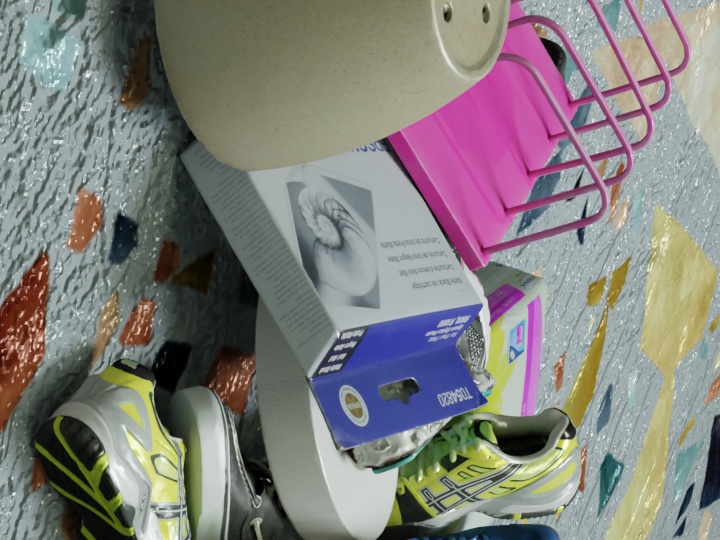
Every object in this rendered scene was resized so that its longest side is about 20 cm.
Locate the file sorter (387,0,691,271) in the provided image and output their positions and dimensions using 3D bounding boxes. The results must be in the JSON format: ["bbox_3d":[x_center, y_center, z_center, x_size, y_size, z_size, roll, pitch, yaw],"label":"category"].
[{"bbox_3d":[0.121,-0.125,1.389,0.140,0.125,0.200,57,40,-21],"label":"file sorter"}]

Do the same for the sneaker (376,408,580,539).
[{"bbox_3d":[0.060,0.135,1.480,0.198,0.076,0.077,-10,133,-14],"label":"sneaker"}]

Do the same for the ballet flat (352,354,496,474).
[{"bbox_3d":[0.038,0.077,1.364,0.200,0.071,0.072,-24,129,-72],"label":"ballet flat"}]

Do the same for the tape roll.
[{"bbox_3d":[-0.019,0.075,1.346,0.203,0.037,0.205,-7,90,-73],"label":"tape roll"}]

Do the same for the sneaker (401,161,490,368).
[{"bbox_3d":[0.039,0.013,1.436,0.087,0.080,0.202,-74,153,-60],"label":"sneaker"}]

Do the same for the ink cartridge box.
[{"bbox_3d":[0.000,0.000,1.275,0.040,0.201,0.199,-34,169,27],"label":"ink cartridge box"}]

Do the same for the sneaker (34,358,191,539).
[{"bbox_3d":[-0.124,0.137,1.229,0.077,0.075,0.201,-52,149,-33],"label":"sneaker"}]

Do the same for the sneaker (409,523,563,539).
[{"bbox_3d":[0.050,0.217,1.524,0.112,0.198,0.077,67,5,-48],"label":"sneaker"}]

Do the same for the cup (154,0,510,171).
[{"bbox_3d":[-0.001,-0.154,1.156,0.200,0.142,0.202,-11,103,-61],"label":"cup"}]

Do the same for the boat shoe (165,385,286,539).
[{"bbox_3d":[-0.081,0.142,1.303,0.063,0.071,0.201,-15,137,-16],"label":"boat shoe"}]

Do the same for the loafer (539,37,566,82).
[{"bbox_3d":[0.103,-0.076,1.530,0.201,0.073,0.071,-58,151,-24],"label":"loafer"}]

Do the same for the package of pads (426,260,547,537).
[{"bbox_3d":[0.077,0.115,1.608,0.154,0.068,0.202,-37,137,-49],"label":"package of pads"}]
